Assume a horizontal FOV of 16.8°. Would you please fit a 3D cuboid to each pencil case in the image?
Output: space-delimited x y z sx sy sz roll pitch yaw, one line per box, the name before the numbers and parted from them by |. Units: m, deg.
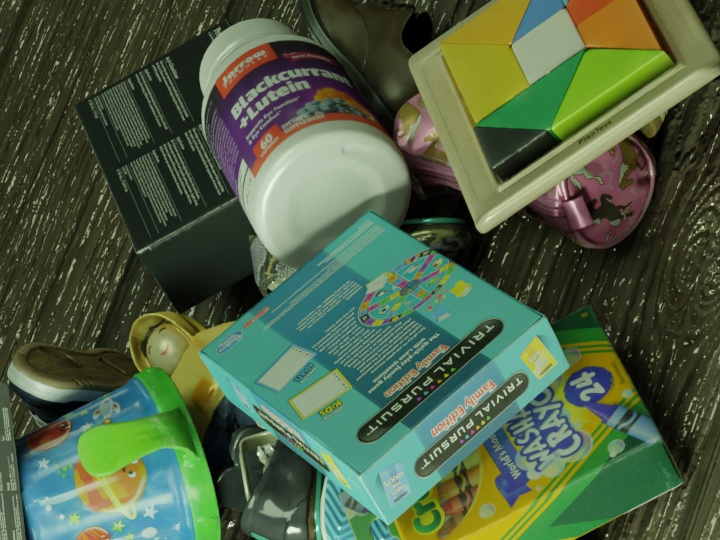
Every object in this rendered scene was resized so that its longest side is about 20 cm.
pencil case | 0.106 -0.071 1.620 0.199 0.083 0.087 18 80 51

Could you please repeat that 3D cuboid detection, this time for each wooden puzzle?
wooden puzzle | 0.123 -0.136 1.561 0.184 0.037 0.201 -34 39 13

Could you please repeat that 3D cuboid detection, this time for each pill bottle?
pill bottle | -0.047 -0.094 1.685 0.112 0.111 0.200 -50 35 14

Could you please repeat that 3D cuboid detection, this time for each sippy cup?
sippy cup | -0.181 0.152 1.718 0.129 0.179 0.140 -18 38 -15

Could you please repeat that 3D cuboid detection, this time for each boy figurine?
boy figurine | -0.108 0.086 1.780 0.125 0.064 0.200 -62 38 20

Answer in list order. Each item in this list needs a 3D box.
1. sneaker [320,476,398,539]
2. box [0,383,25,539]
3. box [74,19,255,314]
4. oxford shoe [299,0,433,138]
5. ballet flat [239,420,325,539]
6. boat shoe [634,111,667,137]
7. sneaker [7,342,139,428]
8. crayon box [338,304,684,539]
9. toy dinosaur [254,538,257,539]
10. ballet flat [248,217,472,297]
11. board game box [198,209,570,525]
sneaker | 0.018 0.108 1.615 0.081 0.076 0.201 121 166 -64
box | -0.285 0.192 1.699 0.157 0.049 0.202 -25 69 56
box | -0.119 -0.082 1.853 0.141 0.079 0.200 -31 42 2
oxford shoe | 0.015 -0.167 1.807 0.084 0.073 0.200 -38 44 5
ballet flat | -0.046 0.107 1.655 0.073 0.073 0.201 -31 32 33
boat shoe | 0.152 -0.144 1.631 0.065 0.073 0.200 -44 38 -9
sneaker | -0.219 0.116 1.812 0.070 0.200 0.109 30 96 17
crayon box | 0.081 0.120 1.491 0.199 0.052 0.126 -28 43 3
toy dinosaur | -0.077 0.232 1.672 0.201 0.047 0.088 -60 23 3
ballet flat | 0.000 0.000 1.713 0.199 0.072 0.073 -2 66 44
board game box | 0.012 0.056 1.521 0.151 0.047 0.200 -40 37 -13
